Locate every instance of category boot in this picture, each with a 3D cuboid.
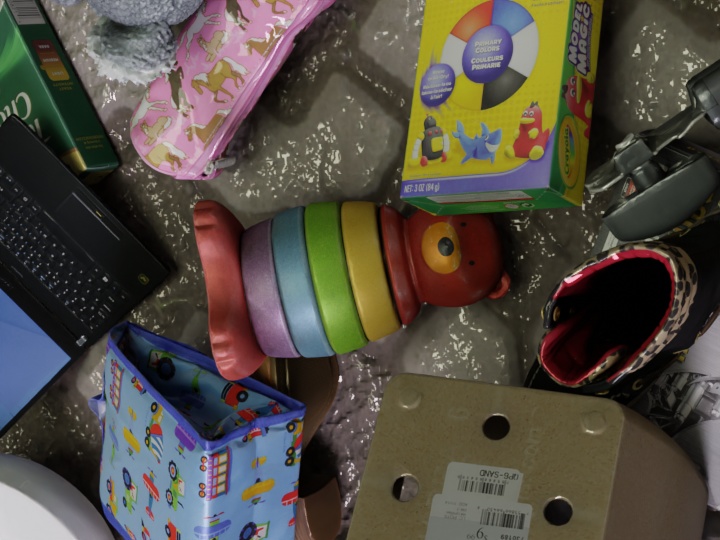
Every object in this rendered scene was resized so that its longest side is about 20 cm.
[{"bbox_3d":[0.145,0.039,0.897,0.200,0.150,0.073,-41,76,30],"label":"boot"},{"bbox_3d":[-0.093,0.113,1.179,0.155,0.077,0.201,1,106,37],"label":"boot"}]

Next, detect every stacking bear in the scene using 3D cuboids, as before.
[{"bbox_3d":[0.000,0.000,1.050,0.199,0.114,0.122,-11,79,6],"label":"stacking bear"}]

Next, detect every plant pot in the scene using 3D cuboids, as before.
[{"bbox_3d":[0.083,0.162,0.874,0.199,0.177,0.201,6,61,18],"label":"plant pot"}]

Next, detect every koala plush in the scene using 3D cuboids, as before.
[{"bbox_3d":[-0.172,-0.231,1.072,0.200,0.183,0.178,46,122,39],"label":"koala plush"}]

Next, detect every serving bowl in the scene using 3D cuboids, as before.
[{"bbox_3d":[-0.278,0.226,1.292,0.199,0.066,0.201,17,131,20],"label":"serving bowl"}]

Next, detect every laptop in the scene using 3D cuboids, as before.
[{"bbox_3d":[-0.287,0.012,1.227,0.177,0.103,0.200,46,127,-8],"label":"laptop"}]

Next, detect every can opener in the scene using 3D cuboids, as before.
[{"bbox_3d":[0.225,-0.091,0.913,0.199,0.053,0.067,-33,98,12],"label":"can opener"}]

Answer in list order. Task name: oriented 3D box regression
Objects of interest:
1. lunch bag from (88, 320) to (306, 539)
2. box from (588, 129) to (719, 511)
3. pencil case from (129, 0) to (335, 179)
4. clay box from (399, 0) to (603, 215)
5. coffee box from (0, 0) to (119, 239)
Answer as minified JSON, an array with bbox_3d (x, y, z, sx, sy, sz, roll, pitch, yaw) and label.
[{"bbox_3d":[-0.141,0.138,1.128,0.200,0.094,0.151,27,121,40],"label":"lunch bag"},{"bbox_3d":[0.215,0.033,0.971,0.158,0.048,0.201,29,113,27],"label":"box"},{"bbox_3d":[-0.091,-0.158,1.120,0.086,0.083,0.200,34,116,-3],"label":"pencil case"},{"bbox_3d":[0.093,-0.139,0.980,0.114,0.048,0.201,-3,75,38],"label":"clay box"},{"bbox_3d":[-0.291,-0.141,1.273,0.123,0.044,0.201,-32,81,33],"label":"coffee box"}]
